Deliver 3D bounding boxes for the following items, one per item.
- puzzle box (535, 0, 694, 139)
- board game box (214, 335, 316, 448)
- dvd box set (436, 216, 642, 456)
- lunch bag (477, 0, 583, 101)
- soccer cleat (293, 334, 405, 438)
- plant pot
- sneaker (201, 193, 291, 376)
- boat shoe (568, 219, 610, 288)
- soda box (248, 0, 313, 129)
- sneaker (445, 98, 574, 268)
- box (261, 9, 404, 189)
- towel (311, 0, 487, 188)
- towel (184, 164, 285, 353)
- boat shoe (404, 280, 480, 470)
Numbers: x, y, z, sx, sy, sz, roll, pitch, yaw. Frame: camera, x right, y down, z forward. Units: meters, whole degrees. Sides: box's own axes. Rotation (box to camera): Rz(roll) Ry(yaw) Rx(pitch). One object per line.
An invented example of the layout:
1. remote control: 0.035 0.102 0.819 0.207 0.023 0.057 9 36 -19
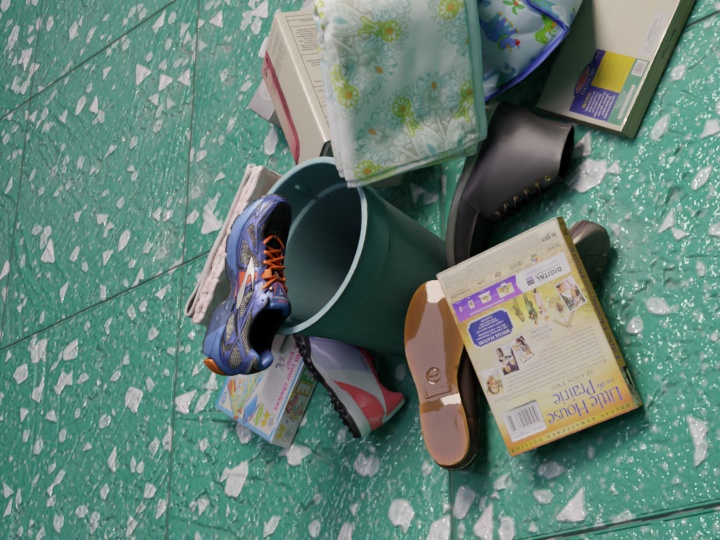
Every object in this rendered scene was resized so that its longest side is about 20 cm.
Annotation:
1. puzzle box: 0.282 -0.251 1.377 0.133 0.025 0.202 27 93 48
2. board game box: -0.101 0.107 1.611 0.134 0.034 0.202 23 89 49
3. dvd box set: 0.176 0.067 1.262 0.145 0.029 0.202 -27 82 28
4. lunch bag: 0.147 -0.268 1.415 0.200 0.127 0.170 -48 6 39
5. soccer cleat: -0.022 0.108 1.496 0.073 0.069 0.201 -28 52 -11
6. plant pot: 0.000 0.000 1.431 0.199 0.195 0.203 -21 59 39
7. sneaker: -0.102 0.019 1.340 0.078 0.075 0.203 11 89 39
8. boat shoe: 0.180 0.024 1.325 0.201 0.074 0.073 -53 43 13
9. soda box: -0.071 -0.289 1.734 0.063 0.068 0.201 38 102 48
10. sneaker: 0.163 -0.078 1.391 0.105 0.075 0.202 18 104 21
11. box: -0.026 -0.203 1.512 0.109 0.126 0.202 113 142 -54
12. towel: 0.045 -0.197 1.300 0.048 0.169 0.202 37 141 58
13. towel: -0.115 -0.012 1.514 0.032 0.191 0.202 22 88 31
14. boat shoe: 0.091 0.115 1.361 0.070 0.070 0.203 -8 74 20
